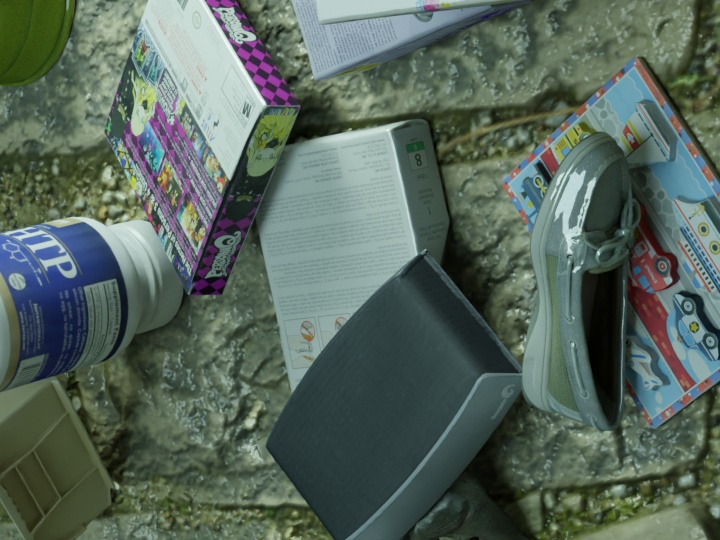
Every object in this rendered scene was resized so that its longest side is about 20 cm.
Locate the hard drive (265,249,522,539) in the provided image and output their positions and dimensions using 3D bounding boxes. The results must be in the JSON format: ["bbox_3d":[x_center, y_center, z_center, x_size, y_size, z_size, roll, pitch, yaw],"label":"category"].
[{"bbox_3d":[0.017,0.098,1.571,0.135,0.042,0.200,52,123,23],"label":"hard drive"}]

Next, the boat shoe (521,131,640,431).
[{"bbox_3d":[0.150,0.008,1.450,0.065,0.074,0.202,24,121,31],"label":"boat shoe"}]

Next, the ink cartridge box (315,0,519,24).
[{"bbox_3d":[0.055,-0.225,1.404,0.200,0.129,0.126,-5,96,21],"label":"ink cartridge box"}]

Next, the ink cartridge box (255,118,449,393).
[{"bbox_3d":[0.000,0.000,1.637,0.161,0.050,0.200,-7,98,45],"label":"ink cartridge box"}]

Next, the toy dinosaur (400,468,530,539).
[{"bbox_3d":[0.048,0.169,1.615,0.200,0.077,0.103,25,125,41],"label":"toy dinosaur"}]

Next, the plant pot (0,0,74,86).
[{"bbox_3d":[-0.370,-0.235,1.832,0.200,0.193,0.201,15,112,42],"label":"plant pot"}]

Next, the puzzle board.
[{"bbox_3d":[0.184,-0.016,1.468,0.151,0.017,0.200,-44,70,43],"label":"puzzle board"}]

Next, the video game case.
[{"bbox_3d":[-0.124,-0.113,1.694,0.200,0.036,0.182,59,136,40],"label":"video game case"}]

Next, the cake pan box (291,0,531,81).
[{"bbox_3d":[0.013,-0.249,1.549,0.184,0.052,0.200,-20,87,44],"label":"cake pan box"}]

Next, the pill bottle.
[{"bbox_3d":[-0.242,0.022,1.772,0.120,0.200,0.120,15,112,41],"label":"pill bottle"}]

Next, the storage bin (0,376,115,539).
[{"bbox_3d":[-0.319,0.120,1.897,0.200,0.094,0.199,37,158,32],"label":"storage bin"}]
